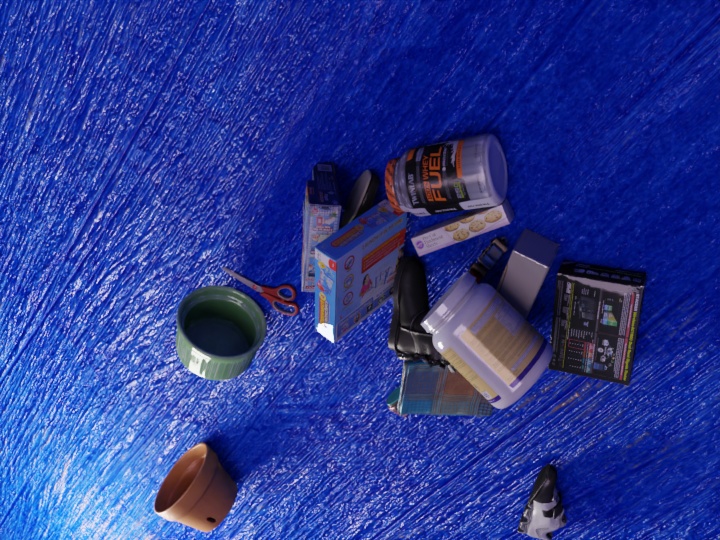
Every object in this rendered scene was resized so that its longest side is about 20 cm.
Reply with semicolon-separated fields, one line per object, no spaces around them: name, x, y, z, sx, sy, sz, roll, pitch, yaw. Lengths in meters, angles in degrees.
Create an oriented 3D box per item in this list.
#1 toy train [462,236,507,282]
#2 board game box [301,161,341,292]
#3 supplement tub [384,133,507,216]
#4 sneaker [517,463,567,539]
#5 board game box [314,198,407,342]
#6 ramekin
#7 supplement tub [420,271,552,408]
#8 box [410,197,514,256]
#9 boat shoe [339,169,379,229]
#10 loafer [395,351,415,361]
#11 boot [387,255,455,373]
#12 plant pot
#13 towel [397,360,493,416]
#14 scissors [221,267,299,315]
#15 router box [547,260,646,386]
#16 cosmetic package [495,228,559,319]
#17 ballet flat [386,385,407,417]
toy train;0.211;0.012;1.458;0.034;0.046;0.201;38;125;4
board game box;-0.080;-0.074;1.467;0.060;0.201;0.204;2;118;-8
supplement tub;0.149;-0.163;1.357;0.196;0.123;0.125;-7;111;29
sneaker;0.387;0.477;1.586;0.087;0.074;0.203;20;131;16
board game box;0.000;0.000;1.442;0.055;0.199;0.199;30;137;29
ramekin;-0.309;0.141;1.694;0.198;0.200;0.099;32;132;8
supplement tub;0.213;0.117;1.325;0.200;0.145;0.146;44;125;2
box;0.187;-0.078;1.430;0.197;0.039;0.042;-19;104;32
boat shoe;-0.003;-0.098;1.504;0.062;0.074;0.205;14;116;-15
loafer;0.157;0.134;1.527;0.198;0.070;0.070;-26;60;30
boot;0.136;0.083;1.464;0.160;0.073;0.204;10;93;40
plant pot;-0.403;0.559;1.957;0.140;0.202;0.199;42;127;-19
towel;0.175;0.236;1.541;0.194;0.022;0.149;2;128;-3
scissors;-0.223;0.047;1.710;0.195;0.014;0.075;14;121;18
router box;0.420;0.092;1.383;0.146;0.062;0.205;11;118;22
cosmetic package;0.283;0.041;1.403;0.072;0.104;0.204;25;122;13
ballet flat;0.130;0.240;1.605;0.070;0.070;0.201;30;128;-12
